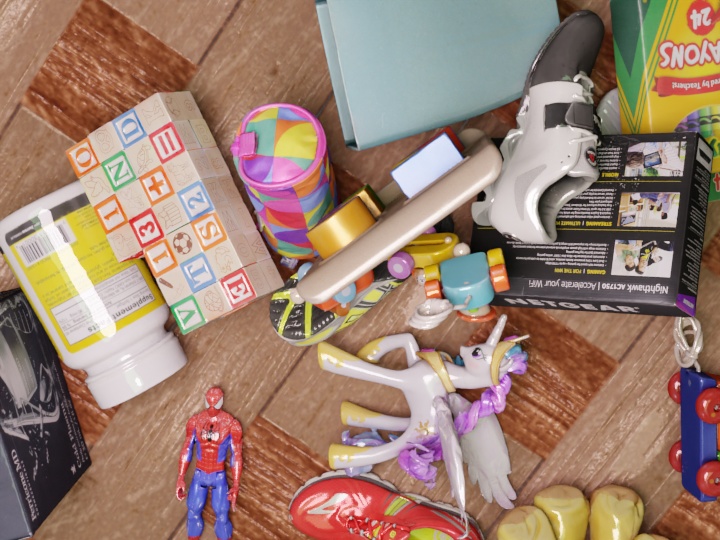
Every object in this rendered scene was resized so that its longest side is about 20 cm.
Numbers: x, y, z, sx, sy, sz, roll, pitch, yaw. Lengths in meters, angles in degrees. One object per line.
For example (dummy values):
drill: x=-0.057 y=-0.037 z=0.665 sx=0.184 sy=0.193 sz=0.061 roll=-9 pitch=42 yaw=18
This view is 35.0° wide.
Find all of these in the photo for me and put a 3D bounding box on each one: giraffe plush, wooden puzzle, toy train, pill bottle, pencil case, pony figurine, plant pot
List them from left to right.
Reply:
pill bottle: x=-0.253 y=0.022 z=1.086 sx=0.114 sy=0.114 sz=0.200 roll=-27 pitch=97 yaw=7
pencil case: x=-0.064 y=-0.073 z=1.020 sx=0.088 sy=0.200 sz=0.089 roll=-1 pitch=70 yaw=2
wooden puzzle: x=0.026 y=-0.060 z=0.934 sx=0.185 sy=0.200 sz=0.046 roll=-35 pitch=100 yaw=9
toy train: x=0.040 y=0.020 z=0.991 sx=0.150 sy=0.200 sz=0.056 roll=-31 pitch=119 yaw=-27
pony figurine: x=0.069 y=0.143 z=1.082 sx=0.199 sy=0.166 sz=0.194 roll=-5 pitch=91 yaw=20
plant pot: x=0.073 y=-0.198 z=1.023 sx=0.199 sy=0.141 sz=0.142 roll=-12 pitch=98 yaw=-3
giraffe plush: x=0.213 y=0.328 z=1.102 sx=0.172 sy=0.200 sz=0.163 roll=-1 pitch=133 yaw=-9
toy train: x=0.360 y=0.113 z=1.087 sx=0.115 sy=0.085 sz=0.201 roll=-4 pitch=99 yaw=-7

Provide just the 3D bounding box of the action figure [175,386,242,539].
action figure: x=-0.151 y=0.215 z=1.147 sx=0.065 sy=0.052 sz=0.201 roll=5 pitch=97 yaw=8

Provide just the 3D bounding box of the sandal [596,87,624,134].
sandal: x=0.221 y=-0.068 z=1.076 sx=0.079 sy=0.059 sz=0.207 roll=19 pitch=84 yaw=-17

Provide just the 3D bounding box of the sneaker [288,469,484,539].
sneaker: x=0.027 y=0.251 z=1.121 sx=0.199 sy=0.085 sz=0.077 roll=11 pitch=99 yaw=1

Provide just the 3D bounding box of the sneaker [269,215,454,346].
sneaker: x=0.000 y=0.000 z=1.093 sx=0.200 sy=0.076 sz=0.076 roll=-32 pitch=75 yaw=-7

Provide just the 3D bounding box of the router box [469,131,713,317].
router box: x=0.194 y=-0.041 z=0.994 sx=0.199 sy=0.051 sz=0.150 roll=3 pitch=77 yaw=35

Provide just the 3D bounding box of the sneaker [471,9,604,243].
sneaker: x=0.174 y=-0.114 z=0.956 sx=0.088 sy=0.074 sz=0.201 roll=29 pitch=103 yaw=38

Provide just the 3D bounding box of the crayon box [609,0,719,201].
crayon box: x=0.301 y=-0.156 z=1.038 sx=0.127 sy=0.051 sz=0.201 roll=-11 pitch=100 yaw=-18

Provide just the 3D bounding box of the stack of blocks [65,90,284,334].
stack of blocks: x=-0.169 y=-0.047 z=1.040 sx=0.115 sy=0.059 sz=0.200 roll=-27 pitch=89 yaw=24

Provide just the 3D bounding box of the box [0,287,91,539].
box: x=-0.359 y=0.136 z=1.068 sx=0.124 sy=0.197 sz=0.201 roll=-15 pitch=99 yaw=6
